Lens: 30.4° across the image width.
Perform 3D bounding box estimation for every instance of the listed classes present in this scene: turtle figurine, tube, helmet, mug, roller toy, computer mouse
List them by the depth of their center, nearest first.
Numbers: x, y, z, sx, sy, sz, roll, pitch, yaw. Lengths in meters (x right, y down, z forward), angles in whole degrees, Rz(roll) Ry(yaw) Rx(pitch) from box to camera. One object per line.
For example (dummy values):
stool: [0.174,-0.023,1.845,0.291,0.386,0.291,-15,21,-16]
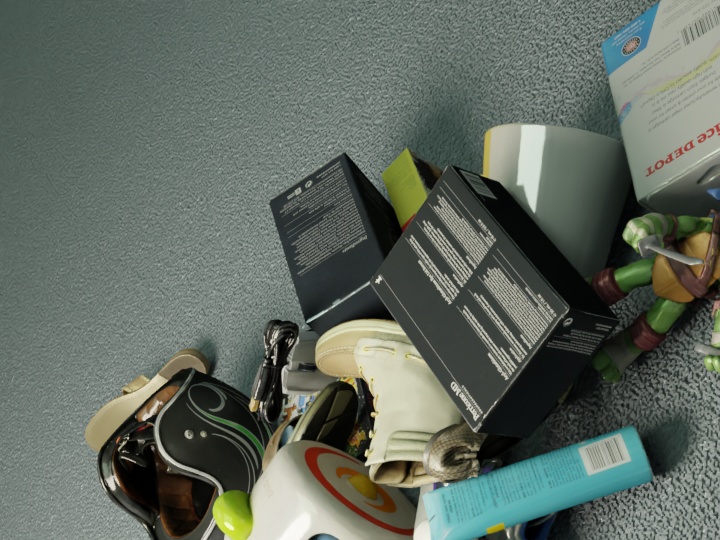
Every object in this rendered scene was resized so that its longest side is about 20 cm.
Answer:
turtle figurine: [0.258,0.028,1.128,0.194,0.143,0.201,-36,40,38]
tube: [0.152,0.189,1.154,0.199,0.051,0.078,-18,22,4]
mug: [0.179,-0.045,1.294,0.187,0.148,0.154,136,145,-81]
roller toy: [-0.027,0.261,1.306,0.182,0.200,0.140,40,102,31]
computer mouse: [-0.054,0.096,1.399,0.044,0.200,0.110,15,100,20]
helmet: [-0.181,0.229,1.508,0.200,0.191,0.200,-40,11,9]

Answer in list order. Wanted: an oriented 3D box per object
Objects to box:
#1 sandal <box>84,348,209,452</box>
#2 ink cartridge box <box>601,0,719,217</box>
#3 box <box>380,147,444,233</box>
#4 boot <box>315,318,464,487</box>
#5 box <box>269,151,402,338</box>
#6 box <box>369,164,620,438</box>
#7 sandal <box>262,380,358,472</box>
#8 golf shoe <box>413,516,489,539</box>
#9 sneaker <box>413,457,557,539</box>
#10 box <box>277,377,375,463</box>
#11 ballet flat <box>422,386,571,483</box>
sandal: [-0.277,0.169,1.784,0.211,0.078,0.070,-39,11,20]
ink cartridge box: [0.316,-0.158,1.216,0.144,0.084,0.201,-34,44,35]
box: [0.084,-0.043,1.442,0.050,0.075,0.201,-44,42,25]
boot: [0.024,0.129,1.279,0.199,0.072,0.155,-5,59,36]
box: [0.000,0.000,1.438,0.107,0.148,0.201,-32,43,12]
box: [0.112,0.026,1.165,0.141,0.079,0.200,-54,47,22]
sandal: [-0.075,0.196,1.412,0.057,0.080,0.201,46,111,33]
golf shoe: [0.098,0.304,1.140,0.073,0.092,0.201,-41,69,32]
sneaker: [0.132,0.194,1.250,0.146,0.081,0.201,-13,50,31]
box: [-0.036,0.155,1.499,0.137,0.038,0.201,-42,42,28]
ballet flat: [0.137,0.136,1.202,0.046,0.200,0.068,12,121,45]
